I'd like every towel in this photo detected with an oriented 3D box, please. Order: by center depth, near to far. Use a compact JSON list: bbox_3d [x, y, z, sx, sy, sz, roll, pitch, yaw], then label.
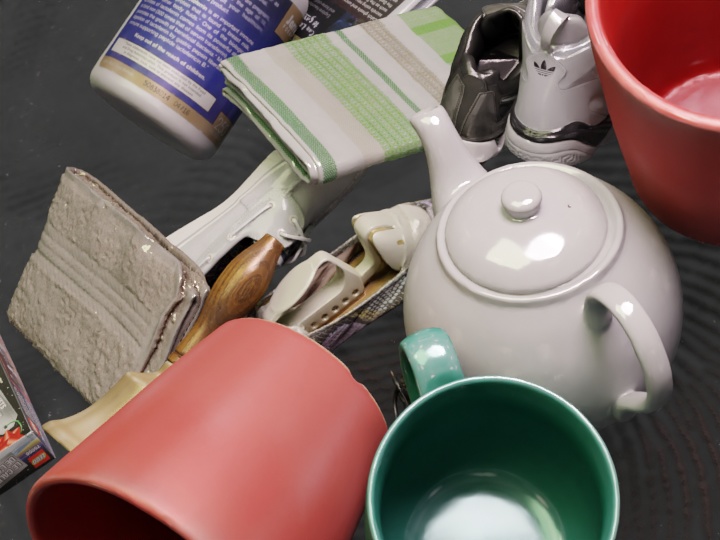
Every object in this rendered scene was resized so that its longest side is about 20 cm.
[{"bbox_3d":[0.013,-0.127,1.674,0.199,0.031,0.149,-16,46,-28],"label":"towel"},{"bbox_3d":[-0.189,0.021,1.676,0.200,0.034,0.133,37,106,45],"label":"towel"}]

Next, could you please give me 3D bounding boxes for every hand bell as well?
[{"bbox_3d":[-0.117,0.059,1.571,0.104,0.104,0.201,32,82,42],"label":"hand bell"}]

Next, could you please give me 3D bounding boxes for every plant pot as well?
[{"bbox_3d":[-0.084,0.141,1.459,0.199,0.201,0.178,13,50,36],"label":"plant pot"},{"bbox_3d":[0.243,-0.121,1.465,0.198,0.178,0.202,-3,58,5],"label":"plant pot"}]

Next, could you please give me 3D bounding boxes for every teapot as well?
[{"bbox_3d":[0.115,0.003,1.465,0.198,0.147,0.198,5,50,16],"label":"teapot"}]

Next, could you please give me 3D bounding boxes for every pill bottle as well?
[{"bbox_3d":[-0.111,-0.196,1.774,0.115,0.116,0.201,29,83,42],"label":"pill bottle"}]

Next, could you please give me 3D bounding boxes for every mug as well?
[{"bbox_3d":[0.081,0.141,1.388,0.151,0.115,0.186,11,66,6],"label":"mug"}]

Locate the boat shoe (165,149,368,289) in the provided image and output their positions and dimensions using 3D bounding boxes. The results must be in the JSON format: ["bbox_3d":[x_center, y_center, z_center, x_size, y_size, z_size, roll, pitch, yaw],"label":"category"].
[{"bbox_3d":[-0.070,-0.028,1.667,0.199,0.072,0.069,-31,47,1],"label":"boat shoe"}]

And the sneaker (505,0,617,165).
[{"bbox_3d":[0.166,-0.158,1.577,0.075,0.116,0.200,20,35,23],"label":"sneaker"}]

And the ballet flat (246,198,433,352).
[{"bbox_3d":[0.000,0.000,1.607,0.200,0.072,0.072,-37,45,-5],"label":"ballet flat"}]

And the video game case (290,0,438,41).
[{"bbox_3d":[-0.021,-0.239,1.853,0.182,0.023,0.200,-42,46,-10],"label":"video game case"}]

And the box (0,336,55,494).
[{"bbox_3d":[-0.320,0.104,1.713,0.136,0.040,0.200,-34,45,1],"label":"box"}]

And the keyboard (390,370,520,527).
[{"bbox_3d":[0.069,0.097,1.522,0.103,0.040,0.201,-1,48,-2],"label":"keyboard"}]

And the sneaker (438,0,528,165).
[{"bbox_3d":[0.113,-0.159,1.634,0.066,0.091,0.200,26,44,13],"label":"sneaker"}]
